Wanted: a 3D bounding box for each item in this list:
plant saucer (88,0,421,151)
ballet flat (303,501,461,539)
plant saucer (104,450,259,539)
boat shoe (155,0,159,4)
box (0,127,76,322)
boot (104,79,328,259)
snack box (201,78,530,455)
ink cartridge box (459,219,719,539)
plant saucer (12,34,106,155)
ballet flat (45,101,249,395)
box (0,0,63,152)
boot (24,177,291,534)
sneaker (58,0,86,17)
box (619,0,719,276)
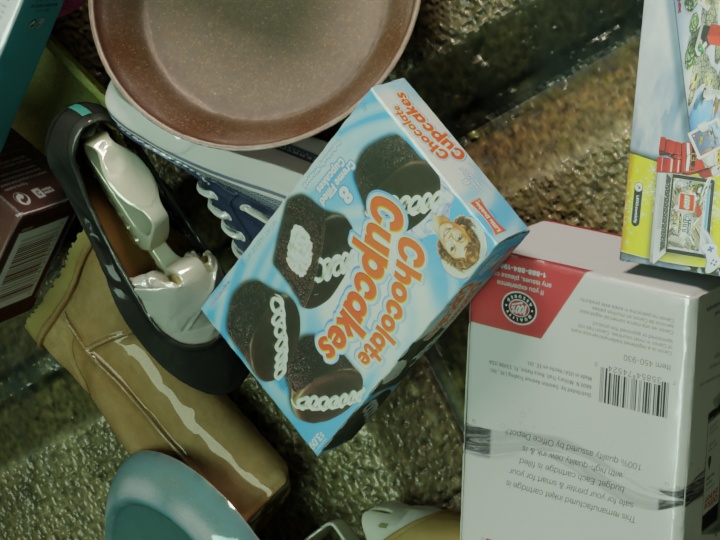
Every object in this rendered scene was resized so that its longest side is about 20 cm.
[{"bbox_3d":[-0.058,-0.162,1.710,0.199,0.037,0.201,-3,75,12],"label":"plant saucer"},{"bbox_3d":[0.004,0.176,1.798,0.200,0.069,0.063,-30,78,36],"label":"ballet flat"},{"bbox_3d":[-0.103,0.208,1.857,0.200,0.027,0.201,36,143,34],"label":"plant saucer"},{"bbox_3d":[-0.118,-0.174,1.783,0.071,0.070,0.202,-21,96,27],"label":"boat shoe"},{"bbox_3d":[-0.278,-0.063,1.858,0.200,0.075,0.100,39,121,17],"label":"box"},{"bbox_3d":[-0.069,-0.043,1.748,0.199,0.073,0.091,25,122,1],"label":"boot"},{"bbox_3d":[0.000,0.000,1.671,0.116,0.037,0.200,50,128,15],"label":"snack box"},{"bbox_3d":[0.139,0.087,1.665,0.146,0.083,0.201,13,110,32],"label":"ink cartridge box"},{"bbox_3d":[-0.253,-0.105,1.903,0.200,0.048,0.200,45,124,15],"label":"plant saucer"},{"bbox_3d":[-0.125,-0.011,1.761,0.200,0.068,0.068,56,162,-8],"label":"ballet flat"},{"bbox_3d":[-0.247,-0.112,1.759,0.082,0.049,0.201,33,110,21],"label":"box"},{"bbox_3d":[-0.109,0.063,1.847,0.200,0.066,0.175,50,138,13],"label":"boot"},{"bbox_3d":[-0.221,-0.249,1.811,0.200,0.088,0.081,54,144,4],"label":"sneaker"},{"bbox_3d":[0.215,-0.094,1.565,0.136,0.038,0.201,10,100,31],"label":"box"}]
